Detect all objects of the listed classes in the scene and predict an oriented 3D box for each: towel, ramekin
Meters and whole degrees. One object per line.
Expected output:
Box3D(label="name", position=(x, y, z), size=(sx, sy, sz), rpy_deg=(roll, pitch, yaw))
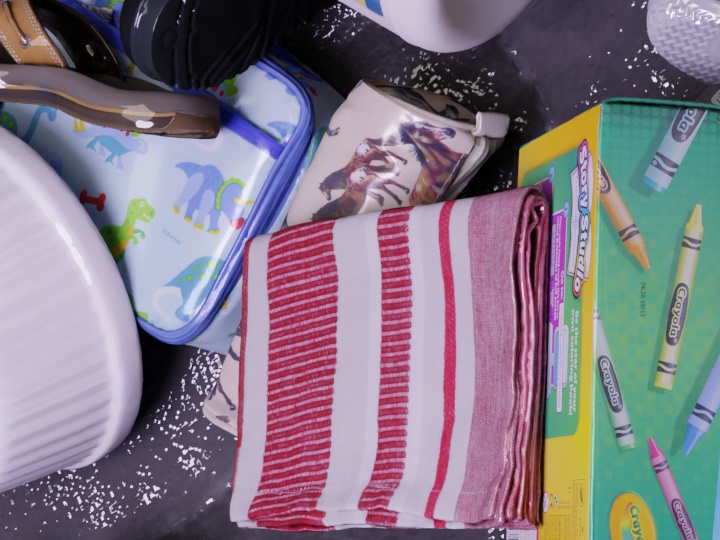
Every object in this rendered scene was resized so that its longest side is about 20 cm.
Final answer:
Box3D(label="towel", position=(0.007, 0.043, 1.072), size=(0.200, 0.023, 0.144), rpy_deg=(-8, 77, 50))
Box3D(label="ramekin", position=(-0.211, 0.027, 1.248), size=(0.202, 0.094, 0.203), rpy_deg=(29, 133, 35))

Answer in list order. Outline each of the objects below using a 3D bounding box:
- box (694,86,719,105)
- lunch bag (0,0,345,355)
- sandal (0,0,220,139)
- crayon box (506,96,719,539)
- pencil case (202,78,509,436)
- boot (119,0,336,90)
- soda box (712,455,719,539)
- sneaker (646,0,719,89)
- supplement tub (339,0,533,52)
Box3D(label="box", position=(0.178, 0.008, 1.071), size=(0.200, 0.048, 0.159), rpy_deg=(-47, 60, 19))
Box3D(label="lunch bag", position=(-0.103, -0.065, 1.257), size=(0.200, 0.082, 0.161), rpy_deg=(38, 101, 31))
Box3D(label="sandal", position=(-0.155, -0.109, 1.198), size=(0.200, 0.082, 0.055), rpy_deg=(17, 101, 30))
Box3D(label="crayon box", position=(0.106, 0.036, 1.013), size=(0.119, 0.058, 0.201), rpy_deg=(155, 118, -76))
Box3D(label="pencil case", position=(0.000, 0.000, 1.176), size=(0.089, 0.078, 0.200), rpy_deg=(30, 100, 30))
Box3D(label="boot", position=(-0.100, -0.170, 1.210), size=(0.162, 0.198, 0.074), rpy_deg=(27, 129, 24))
Box3D(label="soda box", position=(0.182, 0.084, 0.945), size=(0.064, 0.068, 0.200), rpy_deg=(-12, 54, 32))
Box3D(label="sneaker", position=(0.213, -0.139, 1.020), size=(0.199, 0.075, 0.115), rpy_deg=(-3, 66, -6))
Box3D(label="supplement tub", position=(-0.005, -0.203, 1.094), size=(0.200, 0.145, 0.145), rpy_deg=(33, 101, 24))
